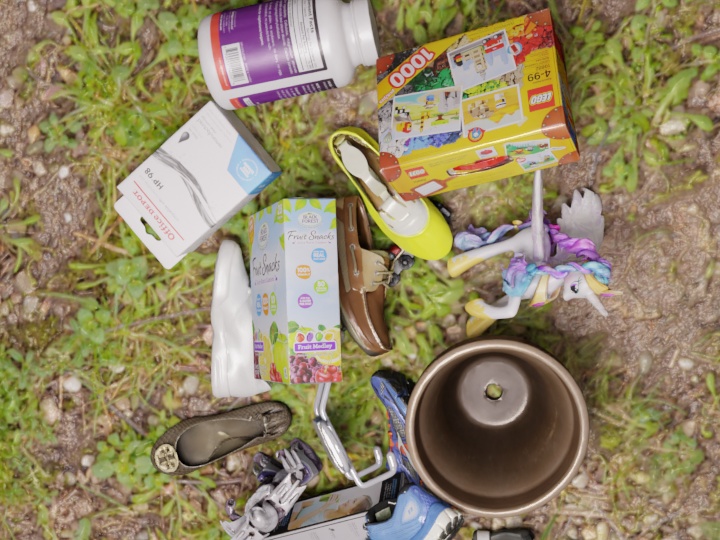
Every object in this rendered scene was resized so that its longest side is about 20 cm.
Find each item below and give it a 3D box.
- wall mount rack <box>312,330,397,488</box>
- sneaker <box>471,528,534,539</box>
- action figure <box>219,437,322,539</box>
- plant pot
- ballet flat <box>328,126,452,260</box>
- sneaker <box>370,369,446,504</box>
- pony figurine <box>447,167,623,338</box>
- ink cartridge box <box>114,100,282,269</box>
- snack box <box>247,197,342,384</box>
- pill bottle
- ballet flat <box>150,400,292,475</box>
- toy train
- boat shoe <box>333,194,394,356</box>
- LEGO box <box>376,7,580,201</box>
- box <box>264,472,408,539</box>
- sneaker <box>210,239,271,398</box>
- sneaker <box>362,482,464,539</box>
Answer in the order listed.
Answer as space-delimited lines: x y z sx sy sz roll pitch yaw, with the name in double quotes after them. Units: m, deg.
-0.022 0.168 1.140 0.074 0.200 0.174 -25 86 -10 "wall mount rack"
0.209 0.412 1.195 0.090 0.066 0.201 -17 94 12 "sneaker"
-0.108 0.263 1.145 0.130 0.200 0.069 -38 92 10 "action figure"
0.156 0.159 1.110 0.199 0.175 0.201 1 99 7 "plant pot"
0.029 -0.091 1.125 0.067 0.067 0.200 -41 79 10 "ballet flat"
0.059 0.216 1.184 0.078 0.075 0.201 -26 93 15 "sneaker"
0.199 -0.024 1.083 0.199 0.166 0.194 -16 60 37 "pony figurine"
-0.210 -0.099 1.173 0.200 0.067 0.116 -40 92 11 "ink cartridge box"
-0.078 0.026 1.097 0.067 0.169 0.201 0 85 -20 "snack box"
-0.081 -0.259 1.111 0.199 0.112 0.113 -10 97 8 "pill bottle"
-0.182 0.216 1.226 0.199 0.046 0.068 -18 95 9 "ballet flat"
0.035 -0.006 1.173 0.046 0.034 0.200 41 101 4 "toy train"
0.000 0.000 1.131 0.074 0.076 0.201 -25 75 16 "boat shoe"
0.123 -0.175 1.030 0.199 0.077 0.150 -12 63 21 "LEGO box"
-0.017 0.335 1.187 0.199 0.060 0.117 -19 113 18 "box"
-0.142 0.060 1.195 0.088 0.075 0.201 0 104 -6 "sneaker"
0.046 0.307 1.093 0.089 0.078 0.200 44 134 22 "sneaker"
